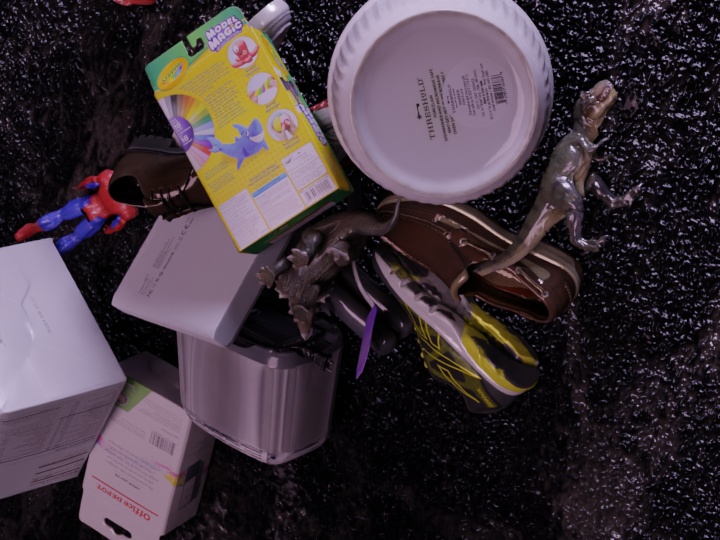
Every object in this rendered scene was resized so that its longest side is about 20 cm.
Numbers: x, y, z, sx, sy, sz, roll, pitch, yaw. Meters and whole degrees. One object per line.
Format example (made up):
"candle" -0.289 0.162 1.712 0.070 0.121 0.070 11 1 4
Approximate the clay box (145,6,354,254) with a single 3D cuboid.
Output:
"clay box" -0.104 -0.129 1.414 0.115 0.048 0.200 -31 78 16

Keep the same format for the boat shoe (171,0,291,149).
"boat shoe" -0.112 -0.173 1.496 0.069 0.072 0.200 41 120 3

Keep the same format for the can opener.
"can opener" -0.035 0.009 1.528 0.200 0.053 0.067 43 154 11

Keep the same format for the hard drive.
"hard drive" -0.157 -0.003 1.511 0.200 0.027 0.132 13 72 53

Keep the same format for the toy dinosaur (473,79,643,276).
"toy dinosaur" 0.188 -0.063 1.350 0.088 0.047 0.200 31 92 15

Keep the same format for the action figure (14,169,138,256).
"action figure" -0.285 -0.063 1.641 0.200 0.052 0.065 -25 96 40

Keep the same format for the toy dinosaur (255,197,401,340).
"toy dinosaur" -0.032 -0.017 1.409 0.077 0.102 0.200 35 121 0

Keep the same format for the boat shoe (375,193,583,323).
"boat shoe" 0.097 -0.010 1.401 0.202 0.075 0.075 19 137 18

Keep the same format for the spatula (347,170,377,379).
"spatula" 0.000 0.000 1.464 0.021 0.057 0.200 -2 74 -10

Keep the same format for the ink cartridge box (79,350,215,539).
"ink cartridge box" -0.228 0.203 1.681 0.117 0.067 0.200 27 116 22

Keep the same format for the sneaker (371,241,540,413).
"sneaker" 0.074 0.057 1.456 0.200 0.074 0.085 47 133 16

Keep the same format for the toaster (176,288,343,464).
"toaster" -0.096 0.103 1.538 0.200 0.114 0.129 24 121 35

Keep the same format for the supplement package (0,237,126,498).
"supplement package" -0.374 0.110 1.638 0.191 0.147 0.200 58 140 23

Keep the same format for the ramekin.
"ramekin" 0.069 -0.150 1.328 0.200 0.105 0.200 0 104 1

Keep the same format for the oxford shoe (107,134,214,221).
"oxford shoe" -0.162 -0.078 1.497 0.200 0.084 0.073 4 137 38

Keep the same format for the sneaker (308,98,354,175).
"sneaker" -0.023 -0.121 1.463 0.200 0.078 0.082 -23 97 43

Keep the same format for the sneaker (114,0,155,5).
"sneaker" -0.187 -0.308 1.499 0.201 0.067 0.108 15 113 29
